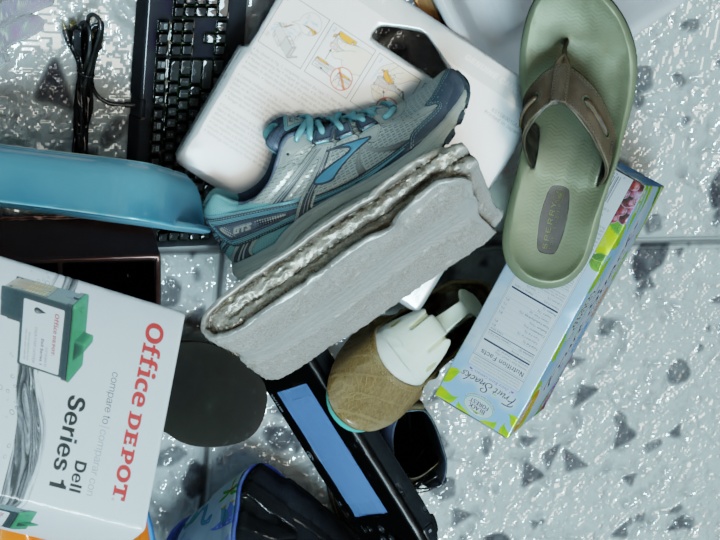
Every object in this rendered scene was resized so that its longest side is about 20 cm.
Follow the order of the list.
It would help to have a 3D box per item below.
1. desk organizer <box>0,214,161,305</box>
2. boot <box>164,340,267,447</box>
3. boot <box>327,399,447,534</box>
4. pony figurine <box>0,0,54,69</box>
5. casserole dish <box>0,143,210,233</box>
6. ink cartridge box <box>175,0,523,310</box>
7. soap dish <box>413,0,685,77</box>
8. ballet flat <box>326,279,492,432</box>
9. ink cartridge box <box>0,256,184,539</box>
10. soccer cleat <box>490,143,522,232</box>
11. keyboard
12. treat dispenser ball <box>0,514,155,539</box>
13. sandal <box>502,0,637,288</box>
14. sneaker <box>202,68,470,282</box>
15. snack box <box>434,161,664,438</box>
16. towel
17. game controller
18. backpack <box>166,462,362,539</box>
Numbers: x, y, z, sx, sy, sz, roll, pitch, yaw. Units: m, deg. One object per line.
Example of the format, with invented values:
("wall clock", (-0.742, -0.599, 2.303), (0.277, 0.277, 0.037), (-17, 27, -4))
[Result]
("desk organizer", (-0.233, 0.010, 1.045), (0.198, 0.077, 0.073), (-2, 112, -14))
("boot", (-0.155, 0.080, 1.128), (0.199, 0.075, 0.075), (15, 85, -41))
("boot", (0.021, 0.161, 1.204), (0.074, 0.097, 0.202), (-12, 114, -16))
("pony figurine", (-0.280, -0.169, 0.941), (0.199, 0.168, 0.193), (31, 130, -32))
("casserole dish", (-0.189, -0.054, 1.002), (0.198, 0.121, 0.039), (7, 88, 15))
("ink cartridge box", (0.000, -0.098, 1.076), (0.199, 0.044, 0.175), (32, 94, -10))
("soap dish", (0.127, -0.216, 1.100), (0.199, 0.081, 0.158), (-33, 119, -5))
("ballet flat", (0.045, 0.050, 1.126), (0.072, 0.200, 0.068), (-40, 84, 33))
("ink cartridge box", (-0.217, 0.074, 0.948), (0.198, 0.084, 0.148), (17, 65, -20))
("soccer cleat", (0.066, -0.042, 1.153), (0.200, 0.069, 0.078), (-45, 102, -3))
("keyboard", (-0.142, -0.111, 1.075), (0.126, 0.021, 0.202), (-2, 111, -21))
("treat dispenser ball", (-0.237, 0.196, 1.060), (0.199, 0.201, 0.203), (-8, 114, -18))
("sandal", (0.136, -0.088, 1.029), (0.079, 0.057, 0.204), (6, 92, 10))
("sneaker", (-0.017, -0.073, 1.019), (0.199, 0.078, 0.087), (-40, 98, 2))
("snack box", (0.142, 0.012, 1.149), (0.067, 0.169, 0.202), (28, 99, 12))
("towel", (0.000, 0.000, 1.009), (0.199, 0.035, 0.133), (-35, 158, 2))
("game controller", (-0.015, 0.127, 1.144), (0.042, 0.104, 0.201), (-34, 94, -34))
("backpack", (-0.066, 0.263, 1.167), (0.146, 0.184, 0.200), (-34, 111, 19))
